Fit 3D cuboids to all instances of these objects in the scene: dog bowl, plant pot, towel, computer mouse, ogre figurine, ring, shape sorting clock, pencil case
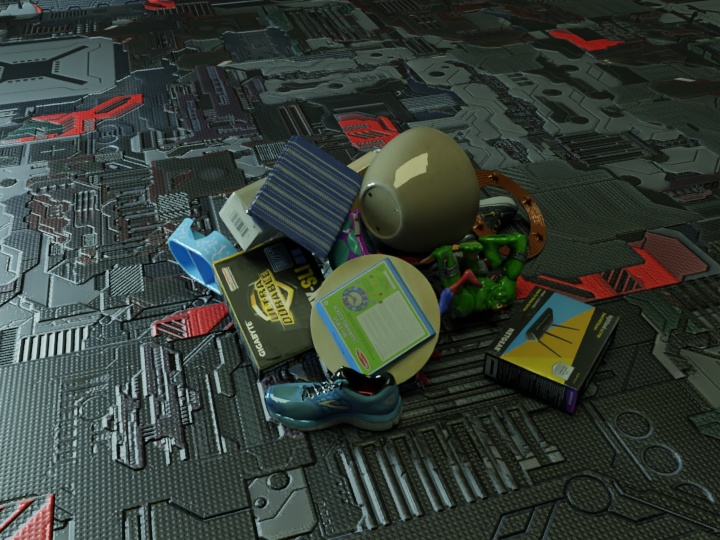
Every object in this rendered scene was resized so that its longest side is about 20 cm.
[{"bbox_3d":[-0.268,-0.020,1.314,0.049,0.113,0.198,-39,39,-24],"label":"dog bowl"},{"bbox_3d":[0.074,-0.113,1.208,0.198,0.204,0.133,25,37,33],"label":"plant pot"},{"bbox_3d":[-0.083,-0.121,1.208,0.143,0.024,0.202,31,49,-7],"label":"towel"},{"bbox_3d":[0.090,-0.067,1.372,0.196,0.054,0.139,3,32,-34],"label":"computer mouse"},{"bbox_3d":[0.203,0.008,1.244,0.096,0.123,0.198,6,15,35],"label":"ogre figurine"},{"bbox_3d":[0.273,-0.111,1.425,0.196,0.019,0.204,16,53,-21],"label":"ring"},{"bbox_3d":[0.022,0.075,1.129,0.195,0.039,0.205,-1,72,4],"label":"shape sorting clock"},{"bbox_3d":[0.000,0.000,1.231,0.083,0.093,0.203,-10,67,-30],"label":"pencil case"}]

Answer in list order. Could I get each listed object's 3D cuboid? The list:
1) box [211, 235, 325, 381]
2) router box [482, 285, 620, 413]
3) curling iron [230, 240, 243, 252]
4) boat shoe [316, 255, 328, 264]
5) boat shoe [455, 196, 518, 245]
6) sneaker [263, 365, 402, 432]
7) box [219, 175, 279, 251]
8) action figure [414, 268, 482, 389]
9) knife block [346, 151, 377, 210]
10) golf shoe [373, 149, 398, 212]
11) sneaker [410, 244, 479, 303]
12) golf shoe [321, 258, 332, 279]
[{"bbox_3d":[-0.126,0.051,1.192,0.157,0.050,0.202,-20,63,-19],"label":"box"},{"bbox_3d":[0.296,0.114,1.162,0.147,0.052,0.200,21,40,26],"label":"router box"},{"bbox_3d":[-0.180,-0.010,1.345,0.197,0.051,0.025,20,6,40],"label":"curling iron"},{"bbox_3d":[-0.099,-0.078,1.358,0.056,0.203,0.067,-31,7,-20],"label":"boat shoe"},{"bbox_3d":[0.238,-0.084,1.447,0.197,0.071,0.093,-5,64,-35],"label":"boat shoe"},{"bbox_3d":[-0.038,0.167,1.061,0.195,0.092,0.079,-1,35,-1],"label":"sneaker"},{"bbox_3d":[-0.130,-0.114,1.242,0.199,0.068,0.083,-32,83,-44],"label":"box"},{"bbox_3d":[0.117,0.100,1.155,0.199,0.100,0.065,-39,-5,3],"label":"action figure"},{"bbox_3d":[-0.054,-0.146,1.438,0.172,0.204,0.064,14,7,-31],"label":"knife block"},{"bbox_3d":[0.067,-0.172,1.551,0.076,0.090,0.200,-18,39,-26],"label":"golf shoe"},{"bbox_3d":[0.125,0.021,1.294,0.196,0.079,0.078,-21,52,-20],"label":"sneaker"},{"bbox_3d":[-0.041,0.031,1.293,0.198,0.079,0.097,-32,62,-29],"label":"golf shoe"}]
